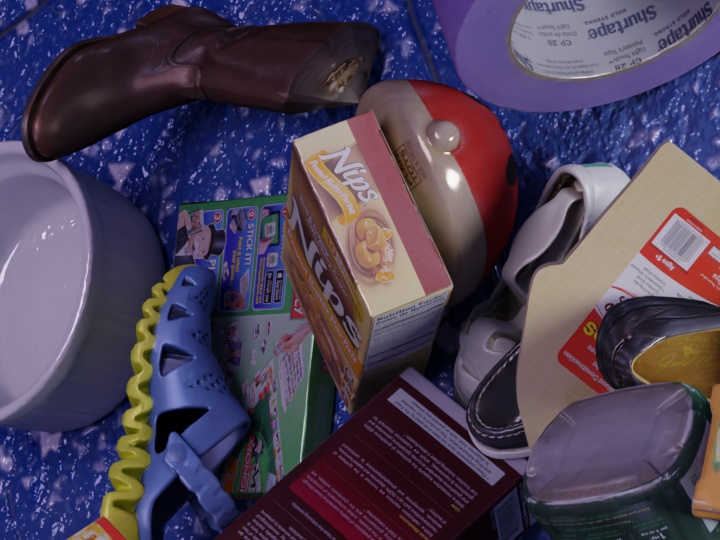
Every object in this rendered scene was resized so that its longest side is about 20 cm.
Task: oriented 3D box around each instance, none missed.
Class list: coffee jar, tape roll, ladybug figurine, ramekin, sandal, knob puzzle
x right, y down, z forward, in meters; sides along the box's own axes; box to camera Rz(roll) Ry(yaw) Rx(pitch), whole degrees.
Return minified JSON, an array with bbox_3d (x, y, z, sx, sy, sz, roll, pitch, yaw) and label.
[{"bbox_3d":[0.174,0.155,1.202,0.104,0.200,0.086,-13,36,35],"label":"coffee jar"},{"bbox_3d":[0.136,-0.182,1.318,0.199,0.199,0.085,-33,59,27],"label":"tape roll"},{"bbox_3d":[0.047,-0.051,1.383,0.071,0.200,0.137,-22,80,-11],"label":"ladybug figurine"},{"bbox_3d":[-0.230,0.018,1.618,0.199,0.097,0.202,-12,70,35],"label":"ramekin"},{"bbox_3d":[-0.110,0.094,1.491,0.086,0.080,0.202,5,74,8],"label":"sandal"},{"bbox_3d":[0.172,0.060,1.268,0.218,0.030,0.222,0,100,0],"label":"knob puzzle"}]

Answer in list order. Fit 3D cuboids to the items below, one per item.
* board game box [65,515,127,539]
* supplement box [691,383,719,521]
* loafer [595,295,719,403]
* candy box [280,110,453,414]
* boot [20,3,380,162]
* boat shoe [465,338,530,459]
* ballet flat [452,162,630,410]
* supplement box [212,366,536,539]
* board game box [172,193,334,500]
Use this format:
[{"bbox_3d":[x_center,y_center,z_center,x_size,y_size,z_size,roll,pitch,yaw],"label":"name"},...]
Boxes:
[{"bbox_3d":[-0.104,0.259,1.325,0.200,0.046,0.152,42,147,27],"label":"board game box"},{"bbox_3d":[0.241,0.108,1.153,0.068,0.199,0.067,6,81,39],"label":"supplement box"},{"bbox_3d":[0.225,0.052,1.213,0.198,0.072,0.073,-2,100,1],"label":"loafer"},{"bbox_3d":[0.000,0.000,1.373,0.055,0.200,0.116,-22,74,-10],"label":"candy box"},{"bbox_3d":[-0.103,-0.119,1.529,0.199,0.065,0.186,14,45,39],"label":"boot"},{"bbox_3d":[0.140,0.033,1.309,0.199,0.060,0.074,-32,58,6],"label":"boat shoe"},{"bbox_3d":[0.096,0.022,1.380,0.069,0.069,0.201,32,99,39],"label":"ballet flat"},{"bbox_3d":[-0.002,0.162,1.336,0.200,0.061,0.109,-39,57,-20],"label":"supplement box"},{"bbox_3d":[-0.074,0.051,1.530,0.134,0.029,0.202,-3,76,37],"label":"board game box"}]
